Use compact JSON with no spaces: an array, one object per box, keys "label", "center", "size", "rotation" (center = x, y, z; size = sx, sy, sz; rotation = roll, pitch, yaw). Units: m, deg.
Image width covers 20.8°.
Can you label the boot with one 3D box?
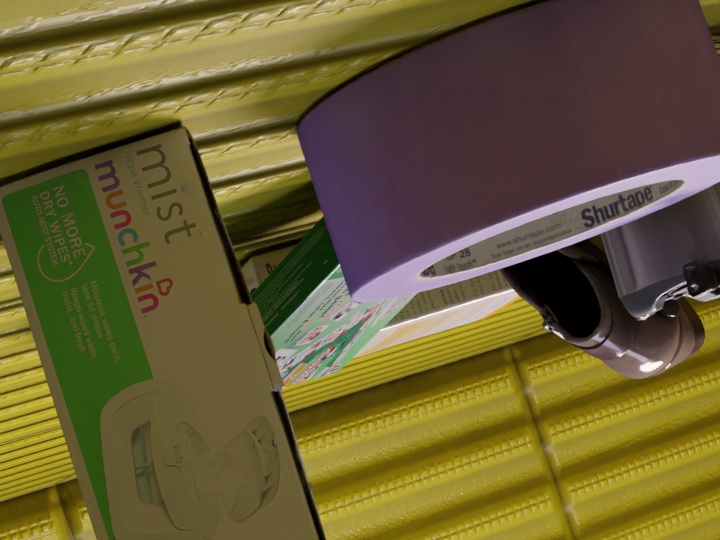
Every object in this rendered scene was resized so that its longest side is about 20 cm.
[{"label":"boot","center":[0.123,-0.011,1.176],"size":[0.146,0.200,0.071],"rotation":[13,115,-52]}]

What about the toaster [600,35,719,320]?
[{"label":"toaster","center":[0.189,-0.052,1.075],"size":[0.113,0.130,0.199],"rotation":[-24,173,32]}]

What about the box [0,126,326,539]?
[{"label":"box","center":[-0.085,0.057,0.891],"size":[0.096,0.202,0.176],"rotation":[-18,174,-4]}]

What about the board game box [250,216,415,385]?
[{"label":"board game box","center":[0.000,0.000,1.135],"size":[0.200,0.029,0.134],"rotation":[-46,161,30]}]

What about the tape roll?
[{"label":"tape roll","center":[0.076,-0.057,0.917],"size":[0.198,0.086,0.200],"rotation":[-18,173,-2]}]

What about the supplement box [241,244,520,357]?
[{"label":"supplement box","center":[0.010,0.012,1.331],"size":[0.198,0.074,0.126],"rotation":[-16,172,-21]}]
